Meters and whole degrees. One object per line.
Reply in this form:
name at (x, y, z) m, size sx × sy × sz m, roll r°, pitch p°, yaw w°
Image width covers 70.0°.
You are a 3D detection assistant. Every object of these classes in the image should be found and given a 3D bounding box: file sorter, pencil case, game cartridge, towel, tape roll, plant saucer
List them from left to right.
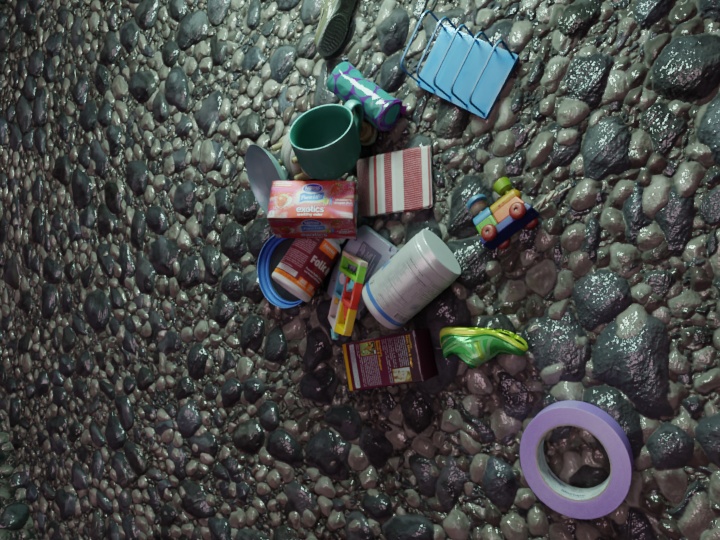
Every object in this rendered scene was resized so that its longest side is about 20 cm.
plant saucer at (-0.228, -0.226, 1.311) m, size 0.200 × 0.038 × 0.204 m, roll 40°, pitch 144°, yaw 36°
game cartridge at (0.000, 0.000, 1.259) m, size 0.132 × 0.041 × 0.203 m, roll 37°, pitch 108°, yaw 23°
pencil case at (0.011, -0.418, 1.228) m, size 0.200 × 0.092 × 0.086 m, roll 44°, pitch 143°, yaw 23°
towel at (0.080, -0.209, 1.221) m, size 0.196 × 0.023 × 0.148 m, roll -4°, pitch 85°, yaw 30°
file sorter at (0.203, -0.440, 1.088) m, size 0.199 × 0.122 × 0.141 m, roll 36°, pitch 107°, yaw 27°
tape roll at (0.410, 0.358, 0.982) m, size 0.196 × 0.065 × 0.206 m, roll -1°, pitch 89°, yaw 33°

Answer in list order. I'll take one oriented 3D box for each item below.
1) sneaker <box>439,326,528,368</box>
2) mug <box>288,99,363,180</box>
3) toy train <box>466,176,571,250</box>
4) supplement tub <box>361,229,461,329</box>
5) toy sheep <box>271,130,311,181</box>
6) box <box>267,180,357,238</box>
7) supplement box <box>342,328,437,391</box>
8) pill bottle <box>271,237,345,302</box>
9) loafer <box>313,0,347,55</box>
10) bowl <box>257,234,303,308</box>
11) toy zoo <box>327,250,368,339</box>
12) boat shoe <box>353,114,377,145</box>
sneaker at (0.257, 0.163, 1.078) m, size 0.197 × 0.073 × 0.086 m, roll -1°, pitch 87°, yaw 41°
mug at (-0.060, -0.286, 1.163) m, size 0.181 × 0.115 × 0.154 m, roll -21°, pitch 50°, yaw 2°
toy train at (0.314, -0.145, 1.046) m, size 0.199 × 0.084 × 0.117 m, roll -40°, pitch 57°, yaw 25°
supplement tub at (0.109, 0.022, 1.135) m, size 0.200 × 0.131 × 0.133 m, roll -43°, pitch 69°, yaw 23°
toy sheep at (-0.139, -0.290, 1.293) m, size 0.199 × 0.137 × 0.140 m, roll 38°, pitch 108°, yaw 32°
box at (-0.106, -0.139, 1.178) m, size 0.195 × 0.096 × 0.102 m, roll 1°, pitch 65°, yaw 5°
supplement box at (0.066, 0.206, 1.185) m, size 0.197 × 0.085 × 0.113 m, roll -15°, pitch 81°, yaw 31°
pill bottle at (-0.118, -0.036, 1.253) m, size 0.113 × 0.114 × 0.202 m, roll 27°, pitch 78°, yaw 28°
loafer at (-0.066, -0.643, 1.295) m, size 0.069 × 0.074 × 0.203 m, roll 33°, pitch 102°, yaw 39°
bowl at (-0.191, -0.002, 1.376) m, size 0.197 × 0.039 × 0.206 m, roll 0°, pitch 89°, yaw 32°
toy zoo at (-0.036, 0.066, 1.207) m, size 0.131 × 0.020 × 0.205 m, roll -150°, pitch 71°, yaw -67°
boat shoe at (-0.050, -0.365, 1.273) m, size 0.197 × 0.071 × 0.077 m, roll 20°, pitch 100°, yaw 30°
